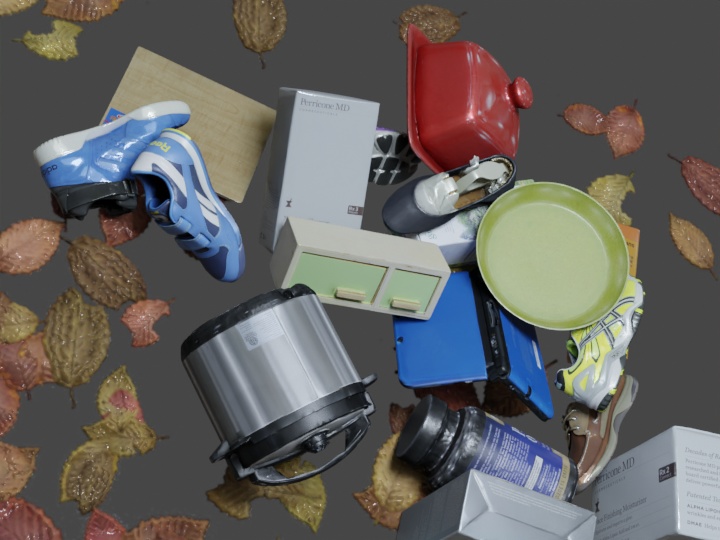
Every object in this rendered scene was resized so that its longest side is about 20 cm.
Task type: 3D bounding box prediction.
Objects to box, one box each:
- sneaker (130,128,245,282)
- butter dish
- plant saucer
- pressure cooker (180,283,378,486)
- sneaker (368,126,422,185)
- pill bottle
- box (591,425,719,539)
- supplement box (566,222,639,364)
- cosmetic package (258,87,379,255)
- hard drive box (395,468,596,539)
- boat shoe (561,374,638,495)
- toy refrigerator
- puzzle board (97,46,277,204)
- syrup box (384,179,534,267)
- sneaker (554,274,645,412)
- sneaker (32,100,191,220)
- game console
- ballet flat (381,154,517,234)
[{"bbox_3d":[-0.206,-0.064,1.475,0.082,0.074,0.200,-44,115,-40],"label":"sneaker"},{"bbox_3d":[0.155,-0.215,1.645,0.199,0.148,0.200,39,44,-51],"label":"butter dish"},{"bbox_3d":[0.240,-0.015,1.582,0.200,0.031,0.200,3,70,-9],"label":"plant saucer"},{"bbox_3d":[-0.090,0.137,1.395,0.200,0.176,0.179,61,27,10],"label":"pressure cooker"},{"bbox_3d":[-0.006,-0.172,1.640,0.200,0.081,0.083,11,32,-29],"label":"sneaker"},{"bbox_3d":[0.148,0.231,1.489,0.200,0.112,0.112,30,59,-8],"label":"pill bottle"},{"bbox_3d":[0.412,0.294,1.515,0.200,0.199,0.131,14,61,-15],"label":"box"},{"bbox_3d":[0.327,0.034,1.682,0.067,0.069,0.200,17,64,-11],"label":"supplement box"},{"bbox_3d":[-0.052,-0.119,1.536,0.113,0.081,0.200,4,102,-20],"label":"cosmetic package"},{"bbox_3d":[0.144,0.305,1.401,0.156,0.200,0.077,22,61,-11],"label":"hard drive box"},{"bbox_3d":[0.287,0.200,1.589,0.072,0.076,0.200,33,49,0],"label":"boat shoe"},{"bbox_3d":[0.000,0.000,1.500,0.200,0.076,0.070,10,31,-23],"label":"toy refrigerator"},{"bbox_3d":[-0.220,-0.184,1.592,0.200,0.017,0.151,24,61,-9],"label":"puzzle board"},{"bbox_3d":[0.141,-0.058,1.640,0.200,0.081,0.079,-9,67,-23],"label":"syrup box"},{"bbox_3d":[0.304,0.079,1.576,0.076,0.075,0.200,20,55,8],"label":"sneaker"},{"bbox_3d":[-0.279,-0.126,1.498,0.200,0.077,0.111,-25,90,-30],"label":"sneaker"},{"bbox_3d":[0.137,0.098,1.562,0.171,0.118,0.200,44,26,-32],"label":"game console"},{"bbox_3d":[0.117,-0.102,1.565,0.200,0.073,0.073,-19,75,-28],"label":"ballet flat"}]
